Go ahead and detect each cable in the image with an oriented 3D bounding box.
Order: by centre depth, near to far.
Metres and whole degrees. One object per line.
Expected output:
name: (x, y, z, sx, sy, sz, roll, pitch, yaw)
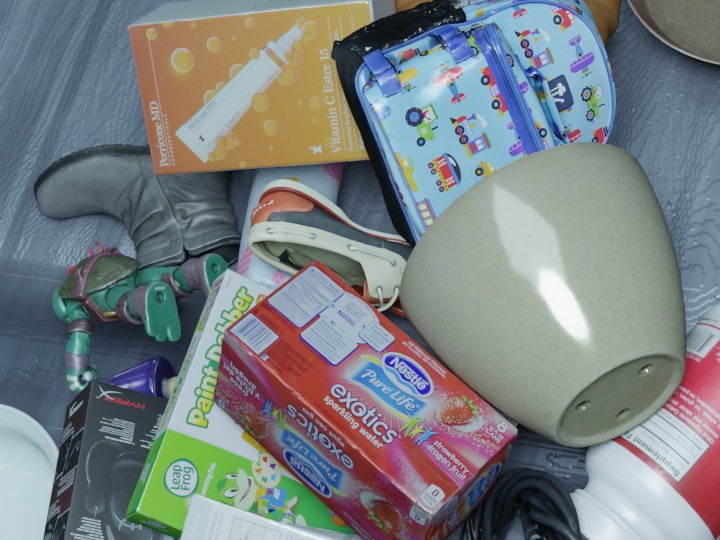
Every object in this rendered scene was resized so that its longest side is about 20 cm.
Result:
cable: (0.113, 0.222, 1.043, 0.050, 0.164, 0.201, 2, 44, -17)

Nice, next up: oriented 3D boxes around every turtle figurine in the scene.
turtle figurine: (-0.199, 0.033, 1.227, 0.199, 0.101, 0.150, -12, 31, 46)

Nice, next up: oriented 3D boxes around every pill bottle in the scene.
pill bottle: (0.234, 0.130, 1.067, 0.200, 0.112, 0.112, -47, 59, -8)

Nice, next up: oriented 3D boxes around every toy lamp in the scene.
toy lamp: (-0.114, 0.093, 1.240, 0.197, 0.058, 0.059, -8, 61, 12)

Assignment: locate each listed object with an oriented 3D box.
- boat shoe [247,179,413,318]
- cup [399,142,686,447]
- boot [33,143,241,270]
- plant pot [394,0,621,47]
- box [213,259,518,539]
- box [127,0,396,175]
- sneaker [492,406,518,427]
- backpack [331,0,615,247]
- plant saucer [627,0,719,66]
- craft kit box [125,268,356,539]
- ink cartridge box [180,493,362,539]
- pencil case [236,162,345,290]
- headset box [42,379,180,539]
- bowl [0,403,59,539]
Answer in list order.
boat shoe: (0.000, 0.000, 1.190, 0.071, 0.199, 0.063, -48, 19, 40)
cup: (0.144, 0.035, 1.027, 0.199, 0.201, 0.144, -29, 56, 2)
boot: (-0.204, -0.046, 1.339, 0.198, 0.070, 0.133, -15, 64, 16)
plant pot: (0.118, -0.175, 1.233, 0.197, 0.200, 0.142, -2, 79, 18)
box: (0.000, 0.103, 1.052, 0.199, 0.096, 0.099, 39, 55, 18)
box: (-0.070, -0.155, 1.195, 0.197, 0.126, 0.098, -4, 19, 14)
sneaker: (0.061, 0.127, 1.137, 0.082, 0.074, 0.201, 37, 66, -5)
backpack: (0.101, -0.118, 1.084, 0.198, 0.184, 0.135, -23, 19, -5)
plant saucer: (0.317, -0.243, 1.262, 0.198, 0.037, 0.203, -2, 60, 3)
craft kit box: (-0.054, 0.130, 1.141, 0.196, 0.048, 0.202, 23, 68, -12)
ink cartridge box: (-0.045, 0.265, 1.074, 0.198, 0.050, 0.164, 16, 91, 12)
pencil case: (-0.060, -0.033, 1.269, 0.082, 0.091, 0.202, 5, 65, 6)
headset box: (-0.163, 0.204, 1.141, 0.147, 0.077, 0.202, 16, 62, -22)
bowl: (-0.312, 0.217, 1.221, 0.198, 0.091, 0.203, -8, 62, 15)
